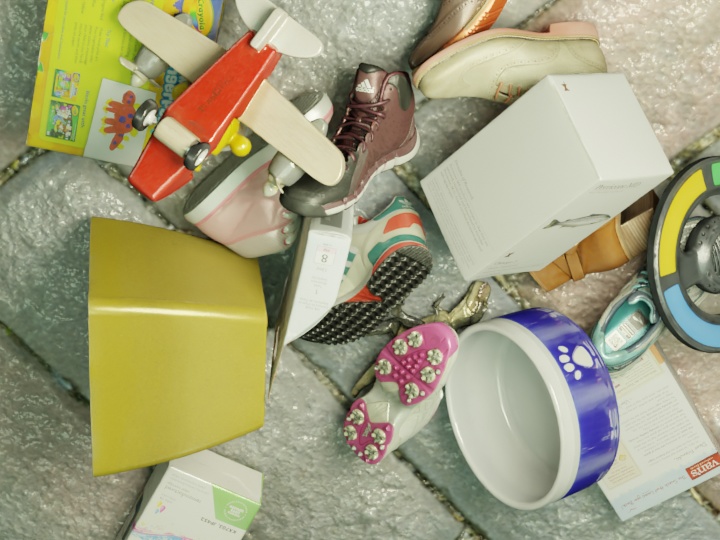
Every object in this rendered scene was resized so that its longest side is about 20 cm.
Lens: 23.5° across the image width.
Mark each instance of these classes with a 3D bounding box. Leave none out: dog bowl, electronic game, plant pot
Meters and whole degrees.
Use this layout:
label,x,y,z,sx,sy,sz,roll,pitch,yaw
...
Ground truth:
label,x,y,z,sx,sy,sz,roll,pitch,yaw
dog bowl,0.176,0.142,1.798,0.079,0.200,0.201,-16,122,-31
electronic game,0.363,-0.016,1.757,0.199,0.042,0.201,-2,93,-37
plant pot,-0.187,0.074,1.767,0.175,0.200,0.201,-1,117,-7

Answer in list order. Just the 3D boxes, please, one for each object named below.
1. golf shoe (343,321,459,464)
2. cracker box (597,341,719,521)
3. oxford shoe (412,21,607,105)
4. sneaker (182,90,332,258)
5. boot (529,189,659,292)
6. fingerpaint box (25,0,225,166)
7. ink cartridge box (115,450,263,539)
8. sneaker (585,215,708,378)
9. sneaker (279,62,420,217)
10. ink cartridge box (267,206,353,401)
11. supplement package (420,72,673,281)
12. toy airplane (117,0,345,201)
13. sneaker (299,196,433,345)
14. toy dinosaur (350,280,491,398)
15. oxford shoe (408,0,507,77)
label,x,y,z,sx,sy,sz,roll,pitch,yaw
golf shoe,0.056,0.121,1.842,0.075,0.091,0.200,51,130,20
cracker box,0.296,0.162,1.893,0.134,0.058,0.200,-28,113,12
oxford shoe,0.149,-0.188,1.667,0.199,0.074,0.071,-13,157,-14
sneaker,-0.078,-0.090,1.748,0.105,0.075,0.200,42,114,-18
boot,0.207,-0.078,1.765,0.154,0.074,0.200,-27,105,22
fingerpaint box,-0.226,-0.208,1.685,0.166,0.073,0.201,11,116,-6
ink cartridge box,-0.204,0.299,1.945,0.117,0.067,0.200,24,114,-13
sneaker,0.306,0.028,1.778,0.078,0.086,0.200,37,87,9
sneaker,-0.012,-0.138,1.667,0.075,0.200,0.116,20,127,25
ink cartridge box,-0.048,0.012,1.752,0.057,0.163,0.201,9,118,-4
supplement package,0.176,-0.089,1.661,0.117,0.118,0.200,-7,156,-43
toy airplane,-0.123,-0.162,1.604,0.198,0.141,0.201,-6,73,-6
sneaker,0.000,0.000,1.799,0.070,0.094,0.200,19,137,-32
toy dinosaur,0.045,0.064,1.847,0.200,0.048,0.088,-35,119,19
oxford shoe,0.105,-0.271,1.675,0.073,0.071,0.200,44,109,5
